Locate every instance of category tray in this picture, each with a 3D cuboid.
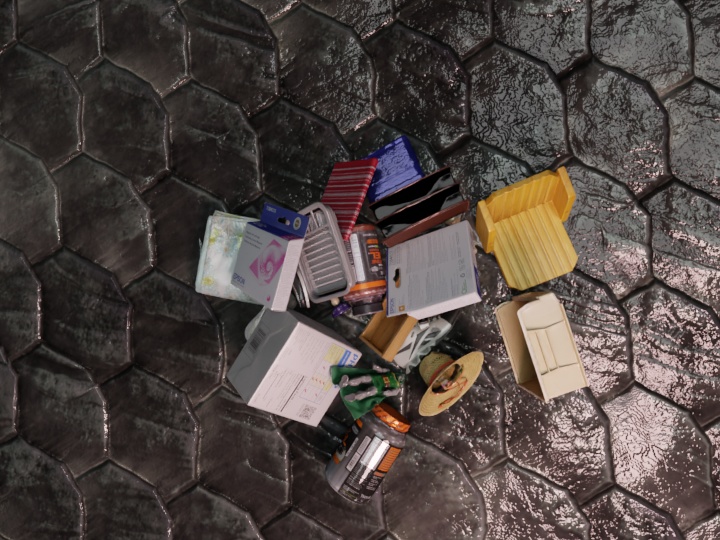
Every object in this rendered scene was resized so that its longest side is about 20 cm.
[{"bbox_3d":[0.087,0.096,1.169,0.037,0.098,0.201,34,89,-39],"label":"tray"}]

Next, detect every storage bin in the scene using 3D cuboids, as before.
[{"bbox_3d":[0.374,0.152,1.094,0.093,0.200,0.200,-17,86,1],"label":"storage bin"}]

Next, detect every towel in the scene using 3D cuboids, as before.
[{"bbox_3d":[-0.291,-0.031,1.221,0.170,0.048,0.202,10,88,5],"label":"towel"},{"bbox_3d":[-0.038,-0.160,1.156,0.022,0.144,0.202,29,75,-39],"label":"towel"},{"bbox_3d":[0.085,-0.194,1.208,0.147,0.050,0.201,-26,87,9],"label":"towel"}]

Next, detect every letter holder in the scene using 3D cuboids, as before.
[{"bbox_3d":[0.122,-0.139,1.105,0.199,0.142,0.101,-25,85,9],"label":"letter holder"}]

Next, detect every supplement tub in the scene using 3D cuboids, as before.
[{"bbox_3d":[0.019,0.399,1.145,0.122,0.123,0.201,33,89,4],"label":"supplement tub"},{"bbox_3d":[0.000,0.000,1.171,0.106,0.107,0.202,-11,87,3],"label":"supplement tub"}]

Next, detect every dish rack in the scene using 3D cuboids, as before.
[{"bbox_3d":[-0.082,-0.038,1.115,0.043,0.171,0.202,-18,90,-40],"label":"dish rack"}]

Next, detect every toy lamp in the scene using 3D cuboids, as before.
[{"bbox_3d":[-0.093,0.012,1.202,0.058,0.058,0.201,-33,86,2],"label":"toy lamp"}]

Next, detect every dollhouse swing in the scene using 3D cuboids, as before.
[{"bbox_3d":[0.380,-0.081,1.128,0.198,0.182,0.177,-21,66,2],"label":"dollhouse swing"}]

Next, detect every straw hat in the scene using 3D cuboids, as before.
[{"bbox_3d":[0.175,0.225,1.136,0.201,0.201,0.085,-44,56,1],"label":"straw hat"}]

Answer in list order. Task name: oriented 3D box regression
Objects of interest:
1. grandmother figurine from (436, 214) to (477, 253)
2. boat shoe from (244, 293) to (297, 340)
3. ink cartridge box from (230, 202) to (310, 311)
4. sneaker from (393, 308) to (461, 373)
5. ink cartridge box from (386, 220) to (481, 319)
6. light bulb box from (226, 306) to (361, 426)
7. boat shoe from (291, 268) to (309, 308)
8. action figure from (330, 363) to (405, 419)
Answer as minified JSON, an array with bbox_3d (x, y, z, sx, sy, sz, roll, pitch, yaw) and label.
[{"bbox_3d":[0.207,-0.056,1.187,0.120,0.061,0.202,1,85,12],"label":"grandmother figurine"},{"bbox_3d":[-0.192,0.090,1.185,0.071,0.070,0.200,42,83,-21],"label":"boat shoe"},{"bbox_3d":[-0.198,-0.037,1.097,0.196,0.043,0.202,22,99,49],"label":"ink cartridge box"},{"bbox_3d":[0.144,0.134,1.173,0.088,0.074,0.200,44,90,2],"label":"sneaker"},{"bbox_3d":[0.152,0.004,1.108,0.199,0.041,0.201,-17,48,24],"label":"ink cartridge box"},{"bbox_3d":[-0.141,0.203,1.115,0.125,0.200,0.199,32,89,49],"label":"light bulb box"},{"bbox_3d":[-0.169,0.002,1.155,0.060,0.076,0.201,-19,62,-14],"label":"boat shoe"},{"bbox_3d":[0.033,0.249,1.130,0.055,0.199,0.119,-39,65,32],"label":"action figure"}]
